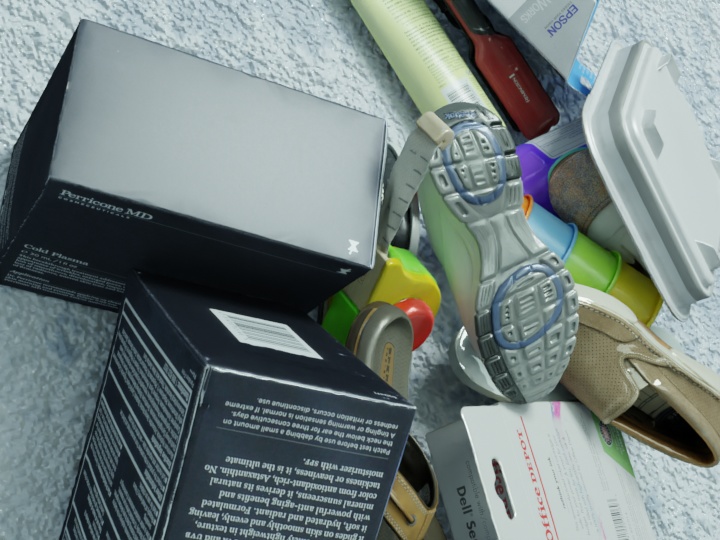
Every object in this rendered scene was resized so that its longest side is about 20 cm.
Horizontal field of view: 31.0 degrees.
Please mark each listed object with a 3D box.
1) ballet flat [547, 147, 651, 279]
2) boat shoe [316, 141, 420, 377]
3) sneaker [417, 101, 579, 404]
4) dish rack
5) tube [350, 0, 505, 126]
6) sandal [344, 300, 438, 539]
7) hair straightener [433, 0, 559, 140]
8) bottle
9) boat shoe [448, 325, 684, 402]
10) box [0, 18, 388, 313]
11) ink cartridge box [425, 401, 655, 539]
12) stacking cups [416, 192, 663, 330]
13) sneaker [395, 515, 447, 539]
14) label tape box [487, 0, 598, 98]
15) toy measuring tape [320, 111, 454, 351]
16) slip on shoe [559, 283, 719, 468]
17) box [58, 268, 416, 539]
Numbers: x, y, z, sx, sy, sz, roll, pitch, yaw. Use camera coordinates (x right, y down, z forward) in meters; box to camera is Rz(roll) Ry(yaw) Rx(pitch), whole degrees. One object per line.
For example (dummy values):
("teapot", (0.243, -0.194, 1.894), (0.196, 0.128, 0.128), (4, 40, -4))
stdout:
("ballet flat", (0.204, -0.030, 0.985), (0.200, 0.068, 0.067), (32, 19, -54))
("boat shoe", (0.000, 0.000, 0.920), (0.060, 0.075, 0.202), (9, 68, -30))
("sneaker", (0.085, -0.011, 0.855), (0.074, 0.087, 0.202), (-17, 95, -14))
("dish rack", (0.226, -0.077, 0.949), (0.172, 0.043, 0.200), (59, 28, -16))
("tube", (0.042, -0.180, 1.022), (0.052, 0.058, 0.201), (-32, 86, 3))
("sandal", (0.020, 0.120, 0.768), (0.082, 0.054, 0.202), (24, 71, -64))
("hair straightener", (0.084, -0.192, 1.040), (0.041, 0.077, 0.200), (-41, 105, 4))
("bottle", (0.140, -0.061, 1.008), (0.199, 0.084, 0.065), (-26, 53, -28))
("boat shoe", (0.148, 0.075, 0.977), (0.198, 0.064, 0.071), (6, 68, -24))
("box", (-0.111, -0.043, 0.815), (0.198, 0.182, 0.105), (16, 66, -22))
("ink cartridge box", (0.115, 0.154, 0.885), (0.199, 0.067, 0.118), (8, 61, -51))
("stacking cups", (0.121, -0.017, 0.929), (0.199, 0.060, 0.061), (31, 62, -11))
("sneaker", (0.044, 0.233, 0.881), (0.075, 0.070, 0.201), (-28, 89, -6))
("label tape box", (0.146, -0.223, 1.030), (0.200, 0.066, 0.143), (44, 20, -2))
("toy measuring tape", (0.030, -0.010, 0.822), (0.073, 0.201, 0.074), (18, 31, -11))
("slip on shoe", (0.177, 0.075, 0.909), (0.199, 0.076, 0.061), (32, 43, -19))
("box", (-0.081, 0.127, 0.725), (0.122, 0.200, 0.200), (14, 99, -23))
